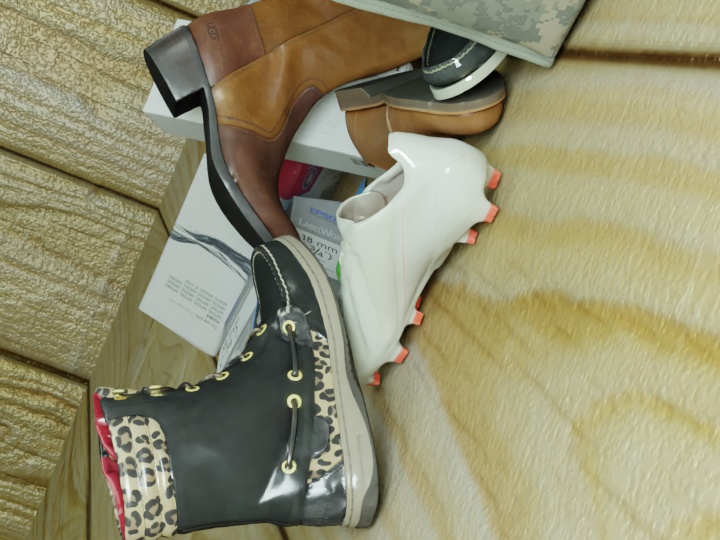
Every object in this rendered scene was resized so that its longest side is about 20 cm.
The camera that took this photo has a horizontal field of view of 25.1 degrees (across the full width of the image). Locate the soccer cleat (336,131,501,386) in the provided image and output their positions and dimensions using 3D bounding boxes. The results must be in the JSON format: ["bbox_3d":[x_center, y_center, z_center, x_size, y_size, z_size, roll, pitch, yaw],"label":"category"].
[{"bbox_3d":[0.012,-0.006,0.973,0.069,0.077,0.200,-82,18,-49],"label":"soccer cleat"}]

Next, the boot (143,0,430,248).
[{"bbox_3d":[-0.028,-0.123,1.164,0.199,0.189,0.068,-28,-7,-13],"label":"boot"}]

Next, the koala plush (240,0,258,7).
[{"bbox_3d":[-0.027,-0.217,1.306,0.200,0.177,0.184,137,141,-55],"label":"koala plush"}]

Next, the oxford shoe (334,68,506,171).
[{"bbox_3d":[0.046,-0.094,1.054,0.200,0.071,0.072,-168,63,-71],"label":"oxford shoe"}]

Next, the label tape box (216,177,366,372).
[{"bbox_3d":[-0.056,0.024,1.253,0.200,0.063,0.144,-86,22,-53],"label":"label tape box"}]

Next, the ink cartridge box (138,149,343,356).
[{"bbox_3d":[-0.092,-0.045,1.370,0.201,0.084,0.145,-64,-12,21],"label":"ink cartridge box"}]

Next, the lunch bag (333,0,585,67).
[{"bbox_3d":[0.043,-0.223,0.877,0.164,0.199,0.118,113,171,-53],"label":"lunch bag"}]

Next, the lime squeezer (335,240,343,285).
[{"bbox_3d":[0.000,0.000,1.132,0.200,0.038,0.071,-86,2,-53],"label":"lime squeezer"}]

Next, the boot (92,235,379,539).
[{"bbox_3d":[-0.081,0.070,0.949,0.073,0.150,0.201,105,153,-55],"label":"boot"}]

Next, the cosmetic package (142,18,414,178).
[{"bbox_3d":[-0.059,-0.131,1.234,0.051,0.199,0.083,44,-118,-65],"label":"cosmetic package"}]

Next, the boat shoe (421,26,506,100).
[{"bbox_3d":[0.068,-0.187,1.001,0.072,0.068,0.201,-19,40,41],"label":"boat shoe"}]
